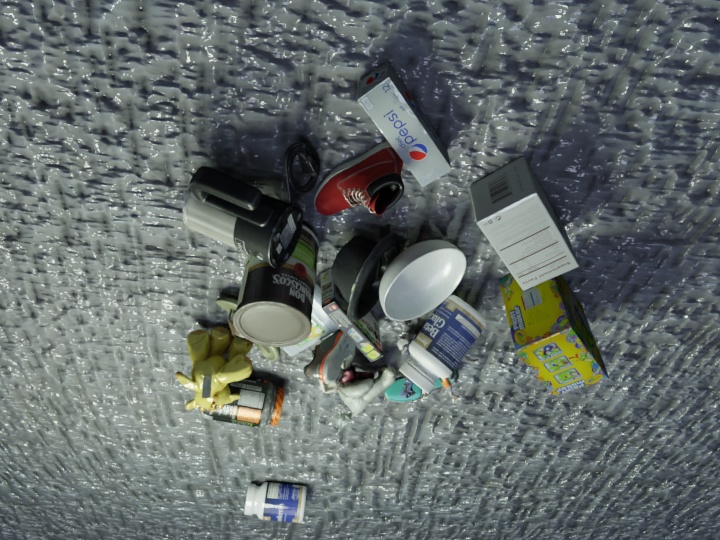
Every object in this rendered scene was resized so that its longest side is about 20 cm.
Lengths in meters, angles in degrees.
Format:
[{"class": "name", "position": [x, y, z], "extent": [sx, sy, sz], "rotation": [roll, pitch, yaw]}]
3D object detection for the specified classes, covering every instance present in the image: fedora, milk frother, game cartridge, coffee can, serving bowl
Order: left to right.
[{"class": "milk frother", "position": [-0.189, -0.142, 0.960], "extent": [0.186, 0.201, 0.182], "rotation": [22, 142, 14]}, {"class": "coffee can", "position": [-0.159, 0.023, 1.038], "extent": [0.144, 0.202, 0.148], "rotation": [1, 141, 1]}, {"class": "game cartridge", "position": [-0.141, 0.112, 1.219], "extent": [0.199, 0.041, 0.134], "rotation": [-33, 106, 33]}, {"class": "fedora", "position": [0.000, 0.000, 1.081], "extent": [0.091, 0.200, 0.203], "rotation": [31, 134, 18]}, {"class": "serving bowl", "position": [0.118, 0.010, 1.092], "extent": [0.197, 0.066, 0.202], "rotation": [-21, 142, -18]}]

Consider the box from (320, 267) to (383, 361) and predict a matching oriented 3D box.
[{"class": "box", "position": [-0.018, 0.099, 1.173], "extent": [0.034, 0.111, 0.201], "rotation": [-27, 126, 17]}]

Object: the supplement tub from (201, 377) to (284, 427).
[{"class": "supplement tub", "position": [-0.304, 0.340, 1.394], "extent": [0.197, 0.124, 0.124], "rotation": [14, 132, -11]}]

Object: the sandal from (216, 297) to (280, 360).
[{"class": "sandal", "position": [-0.258, 0.139, 1.221], "extent": [0.079, 0.057, 0.202], "rotation": [-13, 119, 50]}]

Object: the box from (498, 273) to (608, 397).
[{"class": "box", "position": [0.401, 0.118, 1.118], "extent": [0.121, 0.202, 0.193], "rotation": [-29, 125, 26]}]

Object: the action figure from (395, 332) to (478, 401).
[{"class": "action figure", "position": [0.160, 0.227, 1.264], "extent": [0.192, 0.201, 0.105], "rotation": [36, 169, -2]}]

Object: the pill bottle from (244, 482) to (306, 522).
[{"class": "pill bottle", "position": [-0.284, 0.778, 1.795], "extent": [0.196, 0.117, 0.117], "rotation": [7, 133, -4]}]

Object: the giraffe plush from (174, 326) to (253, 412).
[{"class": "giraffe plush", "position": [-0.345, 0.258, 1.268], "extent": [0.170, 0.202, 0.164], "rotation": [15, 135, -1]}]

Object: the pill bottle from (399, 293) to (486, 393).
[{"class": "pill bottle", "position": [0.175, 0.161, 1.162], "extent": [0.111, 0.111, 0.201], "rotation": [40, 84, -30]}]

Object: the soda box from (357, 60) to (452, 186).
[{"class": "soda box", "position": [0.076, -0.240, 0.893], "extent": [0.063, 0.069, 0.200], "rotation": [-28, 126, 23]}]

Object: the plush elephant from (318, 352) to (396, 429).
[{"class": "plush elephant", "position": [-0.028, 0.264, 1.314], "extent": [0.200, 0.165, 0.155], "rotation": [-42, 84, -3]}]

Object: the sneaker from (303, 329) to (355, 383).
[{"class": "sneaker", "position": [-0.069, 0.173, 1.201], "extent": [0.081, 0.200, 0.078], "rotation": [2, 114, 22]}]

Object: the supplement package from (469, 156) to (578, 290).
[{"class": "supplement package", "position": [0.304, -0.083, 0.995], "extent": [0.116, 0.118, 0.200], "rotation": [-27, 127, 24]}]

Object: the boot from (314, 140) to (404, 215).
[{"class": "boot", "position": [-0.008, -0.130, 0.945], "extent": [0.198, 0.146, 0.072], "rotation": [-30, 127, 28]}]

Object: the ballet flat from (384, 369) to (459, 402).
[{"class": "ballet flat", "position": [0.158, 0.289, 1.369], "extent": [0.197, 0.073, 0.073], "rotation": [-18, 130, 9]}]
